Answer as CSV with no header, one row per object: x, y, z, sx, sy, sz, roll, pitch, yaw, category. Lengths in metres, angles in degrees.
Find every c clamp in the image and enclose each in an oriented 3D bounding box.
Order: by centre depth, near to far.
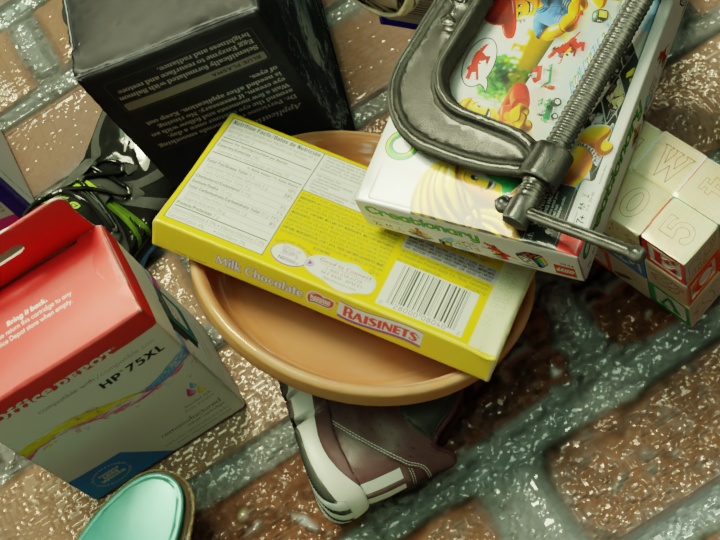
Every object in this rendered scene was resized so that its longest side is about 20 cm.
0.104,-0.110,0.714,0.171,0.027,0.200,18,74,29,c clamp

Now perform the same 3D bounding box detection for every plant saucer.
0.000,0.000,0.797,0.200,0.037,0.200,6,49,-7,plant saucer

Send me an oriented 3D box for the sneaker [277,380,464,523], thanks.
0.004,0.044,0.828,0.115,0.076,0.200,-18,66,-3,sneaker

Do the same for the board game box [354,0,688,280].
0.093,-0.103,0.745,0.126,0.035,0.200,15,72,23,board game box

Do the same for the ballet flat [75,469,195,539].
-0.150,0.210,0.795,0.070,0.065,0.200,23,72,24,ballet flat

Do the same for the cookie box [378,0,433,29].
0.111,-0.249,0.894,0.171,0.075,0.200,10,69,5,cookie box

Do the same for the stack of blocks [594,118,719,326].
0.128,-0.054,0.798,0.200,0.115,0.059,38,82,28,stack of blocks

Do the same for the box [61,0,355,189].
-0.097,-0.167,0.874,0.117,0.200,0.197,-19,62,10,box

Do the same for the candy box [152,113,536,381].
-0.004,-0.016,0.768,0.200,0.026,0.102,22,45,8,candy box

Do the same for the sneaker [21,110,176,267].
-0.172,-0.037,0.906,0.071,0.083,0.200,11,70,22,sneaker

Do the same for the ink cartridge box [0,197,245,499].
-0.161,0.051,0.795,0.116,0.200,0.067,-33,60,2,ink cartridge box

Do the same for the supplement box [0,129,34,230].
-0.342,-0.039,0.953,0.200,0.101,0.103,-32,60,1,supplement box

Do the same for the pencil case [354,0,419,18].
0.050,-0.248,0.812,0.089,0.078,0.200,42,75,-16,pencil case
